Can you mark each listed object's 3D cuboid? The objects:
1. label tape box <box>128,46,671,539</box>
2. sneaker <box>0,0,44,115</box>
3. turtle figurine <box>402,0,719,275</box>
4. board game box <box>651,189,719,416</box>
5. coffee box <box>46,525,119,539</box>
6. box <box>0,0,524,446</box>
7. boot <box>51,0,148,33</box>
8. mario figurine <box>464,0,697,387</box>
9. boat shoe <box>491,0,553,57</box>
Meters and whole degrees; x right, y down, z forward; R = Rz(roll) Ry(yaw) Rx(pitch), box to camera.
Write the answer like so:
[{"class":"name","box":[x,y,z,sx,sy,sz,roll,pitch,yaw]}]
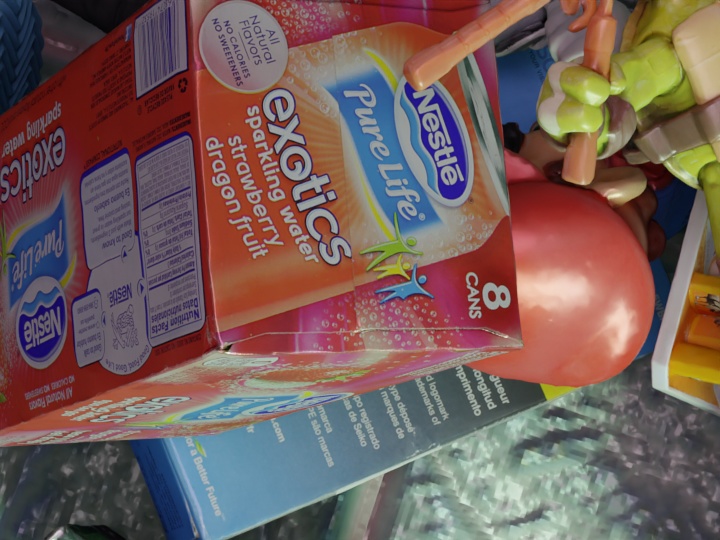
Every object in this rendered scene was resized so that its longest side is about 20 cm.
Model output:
[{"class":"label tape box","box":[0.000,0.000,0.764,0.200,0.063,0.144,-21,86,-18]},{"class":"sneaker","box":[-0.178,-0.022,0.747,0.081,0.077,0.200,29,107,6]},{"class":"turtle figurine","box":[0.100,-0.038,0.574,0.200,0.064,0.161,-31,96,-37]},{"class":"board game box","box":[0.164,-0.042,0.707,0.026,0.200,0.200,14,86,28]},{"class":"coffee box","box":[-0.030,0.163,0.725,0.200,0.123,0.044,36,84,4]},{"class":"box","box":[-0.046,-0.008,0.610,0.095,0.200,0.100,1,79,-29]},{"class":"boot","box":[-0.087,-0.164,0.721,0.200,0.066,0.165,41,121,28]},{"class":"mario figurine","box":[0.069,-0.040,0.674,0.106,0.200,0.124,3,114,35]},{"class":"boat shoe","box":[0.056,-0.116,0.735,0.071,0.070,0.201,25,52,19]}]
